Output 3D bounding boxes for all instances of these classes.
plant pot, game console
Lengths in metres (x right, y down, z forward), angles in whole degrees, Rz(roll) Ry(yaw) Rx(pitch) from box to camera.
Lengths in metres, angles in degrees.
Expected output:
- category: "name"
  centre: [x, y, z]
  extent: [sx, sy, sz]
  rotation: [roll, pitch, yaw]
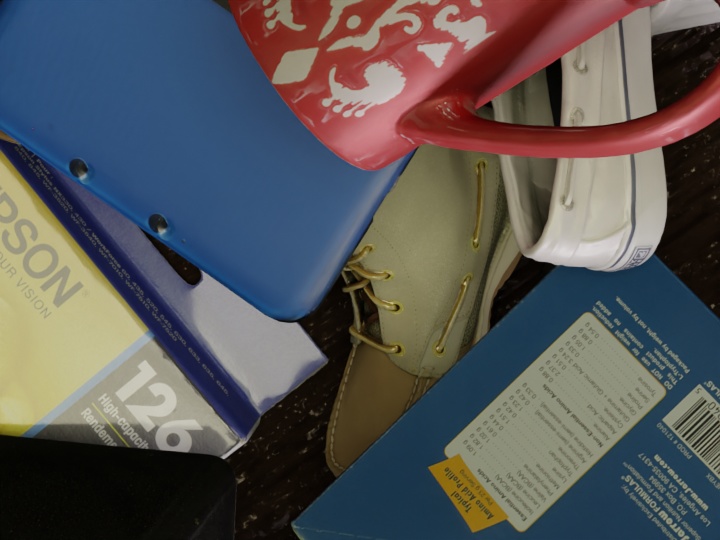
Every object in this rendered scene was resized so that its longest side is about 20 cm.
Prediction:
- category: "plant pot"
  centre: [-0.173, 0.199, 1.352]
  extent: [0.200, 0.177, 0.200]
  rotation: [5, 107, 8]
- category: "game console"
  centre: [-0.047, -0.105, 1.334]
  extent: [0.200, 0.171, 0.118]
  rotation: [35, 134, 11]

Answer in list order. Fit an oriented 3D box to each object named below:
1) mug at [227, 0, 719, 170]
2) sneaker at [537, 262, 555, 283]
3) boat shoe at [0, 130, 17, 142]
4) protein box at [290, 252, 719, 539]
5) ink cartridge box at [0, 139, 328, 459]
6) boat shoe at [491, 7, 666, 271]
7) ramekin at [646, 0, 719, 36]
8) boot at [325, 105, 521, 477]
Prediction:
- category: "mug"
  centre: [0.057, -0.124, 1.164]
  extent: [0.200, 0.178, 0.133]
  rotation: [-34, 129, 19]
- category: "sneaker"
  centre: [0.149, 0.081, 1.450]
  extent: [0.200, 0.074, 0.089]
  rotation: [43, 89, -6]
- category: "boat shoe"
  centre: [-0.097, -0.093, 1.417]
  extent: [0.200, 0.065, 0.073]
  rotation: [2, 97, -24]
- category: "protein box"
  centre: [0.113, 0.121, 1.328]
  extent: [0.200, 0.135, 0.199]
  rotation: [-44, 77, 0]
- category: "ink cartridge box"
  centre: [-0.152, 0.036, 1.442]
  extent: [0.200, 0.047, 0.198]
  rotation: [-40, 95, 3]
- category: "boat shoe"
  centre: [0.082, -0.098, 1.264]
  extent: [0.065, 0.074, 0.200]
  rotation: [1, 68, -32]
- category: "ramekin"
  centre: [0.136, -0.201, 1.325]
  extent: [0.098, 0.200, 0.201]
  rotation: [-7, 96, -27]
- category: "boot"
  centre: [0.000, 0.000, 1.396]
  extent: [0.155, 0.072, 0.200]
  rotation: [25, 87, -47]
